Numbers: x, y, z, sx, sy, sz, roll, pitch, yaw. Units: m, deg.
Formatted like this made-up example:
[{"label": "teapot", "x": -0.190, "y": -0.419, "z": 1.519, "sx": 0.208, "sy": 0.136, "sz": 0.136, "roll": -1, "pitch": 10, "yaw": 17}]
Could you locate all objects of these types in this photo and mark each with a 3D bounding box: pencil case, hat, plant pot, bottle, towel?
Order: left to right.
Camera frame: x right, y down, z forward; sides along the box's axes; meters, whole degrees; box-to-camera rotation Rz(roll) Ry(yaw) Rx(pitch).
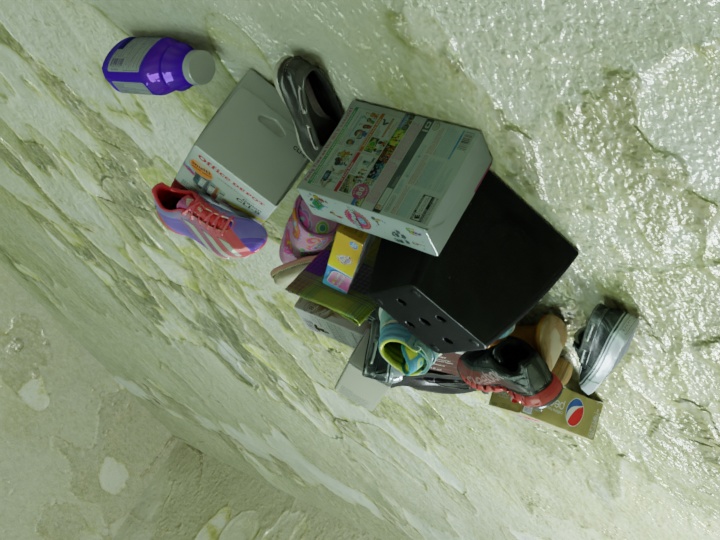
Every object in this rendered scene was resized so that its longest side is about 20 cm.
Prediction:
[{"label": "bottle", "x": -0.282, "y": -0.288, "z": 1.662, "sx": 0.199, "sy": 0.084, "sz": 0.065, "roll": 11, "pitch": 149, "yaw": 44}, {"label": "pencil case", "x": -0.077, "y": -0.061, "z": 1.864, "sx": 0.087, "sy": 0.088, "sz": 0.200, "roll": 33, "pitch": 159, "yaw": 1}, {"label": "towel", "x": 0.000, "y": 0.000, "z": 1.741, "sx": 0.143, "sy": 0.200, "sz": 0.023, "roll": 21, "pitch": 134, "yaw": 27}, {"label": "hat", "x": 0.143, "y": 0.157, "z": 1.991, "sx": 0.199, "sy": 0.082, "sz": 0.201, "roll": 0, "pitch": 167, "yaw": 0}, {"label": "plant pot", "x": 0.128, "y": -0.001, "z": 1.559, "sx": 0.200, "sy": 0.178, "sz": 0.199, "roll": 39, "pitch": 159, "yaw": -17}]

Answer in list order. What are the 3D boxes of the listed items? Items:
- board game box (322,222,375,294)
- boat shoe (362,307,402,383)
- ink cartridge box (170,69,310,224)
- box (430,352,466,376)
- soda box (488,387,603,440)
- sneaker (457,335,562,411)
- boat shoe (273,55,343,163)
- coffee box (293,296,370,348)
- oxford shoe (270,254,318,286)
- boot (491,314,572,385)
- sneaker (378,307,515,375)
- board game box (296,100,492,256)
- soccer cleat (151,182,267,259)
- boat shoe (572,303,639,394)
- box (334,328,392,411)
[{"label": "board game box", "x": 0.006, "y": -0.070, "z": 1.616, "sx": 0.040, "sy": 0.154, "sz": 0.200, "roll": 25, "pitch": 158, "yaw": 2}, {"label": "boat shoe", "x": 0.036, "y": 0.069, "z": 1.799, "sx": 0.070, "sy": 0.202, "sz": 0.072, "roll": 4, "pitch": 170, "yaw": -6}, {"label": "ink cartridge box", "x": -0.160, "y": -0.159, "z": 1.679, "sx": 0.145, "sy": 0.145, "sz": 0.200, "roll": 36, "pitch": 158, "yaw": -7}, {"label": "box", "x": 0.131, "y": 0.083, "z": 1.820, "sx": 0.099, "sy": 0.075, "sz": 0.201, "roll": 12, "pitch": 148, "yaw": 2}, {"label": "soda box", "x": 0.293, "y": 0.210, "z": 1.852, "sx": 0.199, "sy": 0.065, "sz": 0.067, "roll": 25, "pitch": 170, "yaw": -41}, {"label": "sneaker", "x": 0.206, "y": 0.136, "z": 1.725, "sx": 0.200, "sy": 0.071, "sz": 0.098, "roll": 13, "pitch": 138, "yaw": 55}, {"label": "boat shoe", "x": -0.052, "y": -0.196, "z": 1.549, "sx": 0.057, "sy": 0.067, "sz": 0.201, "roll": 21, "pitch": 153, "yaw": 40}, {"label": "coffee box", "x": 0.005, "y": 0.068, "z": 1.980, "sx": 0.199, "sy": 0.115, "sz": 0.080, "roll": 20, "pitch": 156, "yaw": 29}, {"label": "oxford shoe", "x": -0.042, "y": 0.016, "z": 1.856, "sx": 0.198, "sy": 0.075, "sz": 0.071, "roll": -4, "pitch": 167, "yaw": -1}, {"label": "boot", "x": 0.238, "y": 0.105, "z": 1.779, "sx": 0.143, "sy": 0.071, "sz": 0.201, "roll": 22, "pitch": 161, "yaw": 27}, {"label": "sneaker", "x": 0.117, "y": 0.101, "z": 1.667, "sx": 0.198, "sy": 0.131, "sz": 0.080, "roll": 1, "pitch": 128, "yaw": 11}, {"label": "board game box", "x": 0.042, "y": -0.119, "z": 1.468, "sx": 0.199, "sy": 0.148, "sz": 0.064, "roll": 20, "pitch": 158, "yaw": 32}, {"label": "soccer cleat", "x": -0.216, "y": -0.071, "z": 1.663, "sx": 0.199, "sy": 0.067, "sz": 0.077, "roll": 20, "pitch": 152, "yaw": 37}, {"label": "boat shoe", "x": 0.335, "y": 0.103, "z": 1.657, "sx": 0.071, "sy": 0.072, "sz": 0.201, "roll": 37, "pitch": 151, "yaw": 16}, {"label": "box", "x": 0.015, "y": 0.165, "z": 1.925, "sx": 0.082, "sy": 0.069, "sz": 0.200, "roll": 31, "pitch": 160, "yaw": 1}]
